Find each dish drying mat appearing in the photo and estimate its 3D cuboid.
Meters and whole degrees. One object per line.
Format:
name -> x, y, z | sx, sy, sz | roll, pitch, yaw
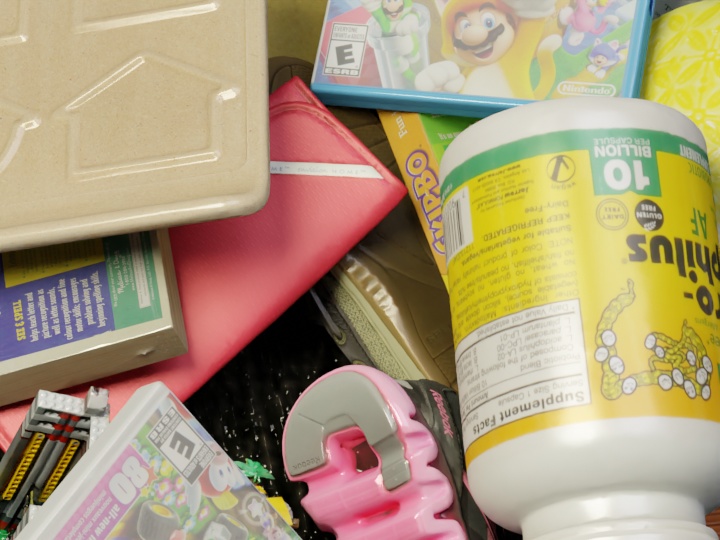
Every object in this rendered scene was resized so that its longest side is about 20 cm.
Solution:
dish drying mat -> -0.077, 0.007, 1.212 | 0.200, 0.018, 0.077 | -42, 79, -10

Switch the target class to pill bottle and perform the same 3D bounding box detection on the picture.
pill bottle -> 0.095, 0.041, 1.159 | 0.112, 0.113, 0.201 | 4, 68, -22

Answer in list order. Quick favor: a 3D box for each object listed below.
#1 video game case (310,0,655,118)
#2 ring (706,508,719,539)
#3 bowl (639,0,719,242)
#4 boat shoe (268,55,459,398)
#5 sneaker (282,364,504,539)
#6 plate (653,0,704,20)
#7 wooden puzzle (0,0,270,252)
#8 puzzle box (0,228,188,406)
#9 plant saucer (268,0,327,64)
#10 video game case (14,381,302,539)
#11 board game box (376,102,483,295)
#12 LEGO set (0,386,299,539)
video game case -> 0.065, -0.161, 1.273 | 0.143, 0.018, 0.201 | 6, 70, 16
ring -> 0.136, 0.039, 1.347 | 0.200, 0.019, 0.201 | 12, 53, -16
bowl -> 0.178, -0.010, 1.266 | 0.200, 0.200, 0.108 | 32, 55, 0
boat shoe -> 0.000, 0.000, 1.271 | 0.073, 0.065, 0.200 | -22, 75, -40
sneaker -> 0.039, 0.133, 1.188 | 0.095, 0.079, 0.201 | -4, 77, -61
plate -> 0.157, -0.112, 1.332 | 0.199, 0.200, 0.032 | 40, 44, 17
wooden puzzle -> -0.125, -0.083, 1.203 | 0.185, 0.046, 0.201 | -8, 55, 10
puzzle box -> -0.152, -0.036, 1.222 | 0.133, 0.025, 0.201 | -15, 58, 6
plant saucer -> -0.064, -0.145, 1.370 | 0.200, 0.048, 0.200 | -15, 64, -32
video game case -> -0.052, 0.160, 1.061 | 0.200, 0.018, 0.143 | 50, 54, -17
board game box -> 0.047, -0.067, 1.299 | 0.095, 0.030, 0.201 | 9, 54, -46
LEGO set -> -0.082, 0.137, 1.107 | 0.153, 0.116, 0.200 | 19, 52, -12
